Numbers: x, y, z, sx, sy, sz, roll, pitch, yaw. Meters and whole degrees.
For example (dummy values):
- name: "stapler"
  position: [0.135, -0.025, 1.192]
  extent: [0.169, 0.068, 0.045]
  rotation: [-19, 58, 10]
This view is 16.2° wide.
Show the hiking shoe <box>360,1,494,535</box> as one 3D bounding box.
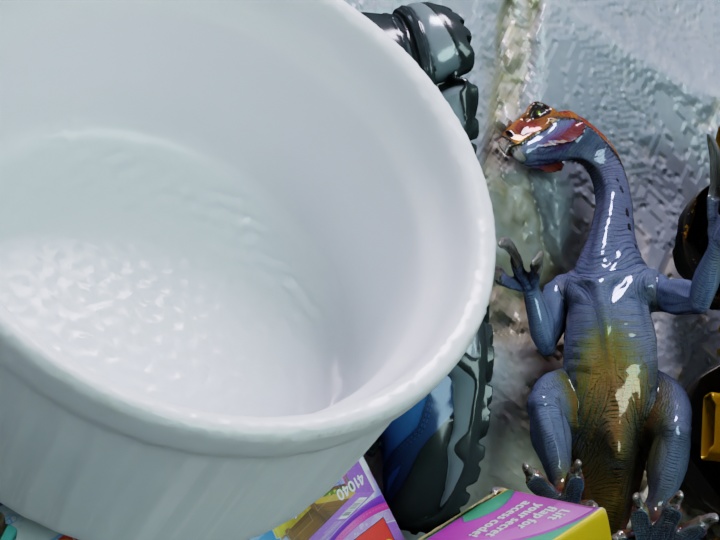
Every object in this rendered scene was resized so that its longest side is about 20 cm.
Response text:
- name: "hiking shoe"
  position: [0.000, 0.000, 0.952]
  extent: [0.086, 0.074, 0.202]
  rotation: [-2, 83, -11]

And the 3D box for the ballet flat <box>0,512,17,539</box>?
- name: "ballet flat"
  position: [-0.159, 0.157, 0.765]
  extent: [0.075, 0.068, 0.201]
  rotation: [13, 96, -2]

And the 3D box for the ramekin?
- name: "ramekin"
  position: [-0.065, -0.006, 0.830]
  extent: [0.199, 0.098, 0.201]
  rotation: [13, 51, -17]

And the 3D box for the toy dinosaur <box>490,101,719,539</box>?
- name: "toy dinosaur"
  position: [0.085, 0.028, 1.017]
  extent: [0.104, 0.201, 0.182]
  rotation: [8, 42, -7]

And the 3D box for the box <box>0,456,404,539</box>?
- name: "box"
  position: [-0.079, 0.101, 0.869]
  extent: [0.200, 0.039, 0.137]
  rotation: [-32, 98, -39]

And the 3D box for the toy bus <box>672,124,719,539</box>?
- name: "toy bus"
  position: [0.231, 0.027, 1.027]
  extent: [0.191, 0.136, 0.202]
  rotation: [5, 76, -8]

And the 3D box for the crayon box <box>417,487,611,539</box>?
- name: "crayon box"
  position: [0.019, 0.197, 0.884]
  extent: [0.199, 0.058, 0.174]
  rotation: [-27, 112, -40]
